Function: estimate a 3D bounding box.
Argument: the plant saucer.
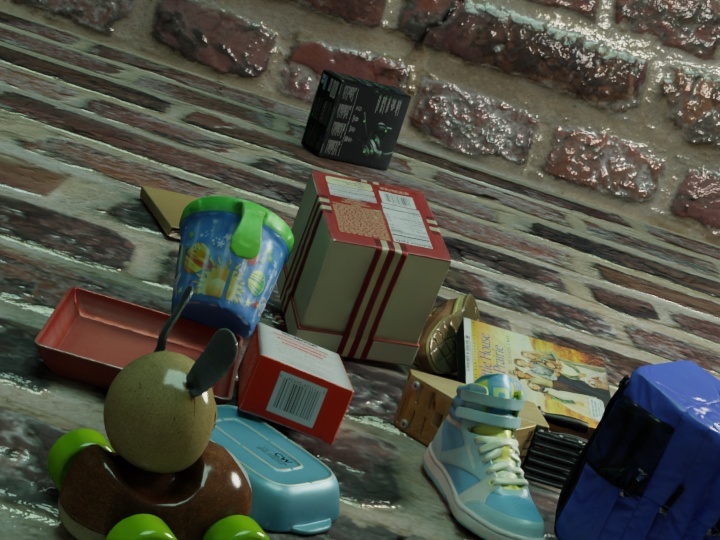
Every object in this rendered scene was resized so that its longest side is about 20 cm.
[{"bbox_3d":[-0.226,0.087,1.384,0.198,0.037,0.200,16,15,-6],"label":"plant saucer"}]

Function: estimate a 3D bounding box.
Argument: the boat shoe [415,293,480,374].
[{"bbox_3d":[0.103,0.089,1.749,0.067,0.073,0.200,-12,13,22],"label":"boat shoe"}]

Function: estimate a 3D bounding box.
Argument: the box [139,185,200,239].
[{"bbox_3d":[-0.233,-0.074,1.995,0.162,0.021,0.200,11,16,-26],"label":"box"}]

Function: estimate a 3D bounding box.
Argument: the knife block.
[{"bbox_3d":[0.161,0.176,1.482,0.199,0.065,0.175,28,16,34],"label":"knife block"}]

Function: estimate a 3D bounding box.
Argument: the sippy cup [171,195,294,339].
[{"bbox_3d":[-0.154,0.006,1.515,0.138,0.131,0.178,2,-32,18],"label":"sippy cup"}]

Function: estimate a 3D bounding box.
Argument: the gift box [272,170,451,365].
[{"bbox_3d":[0.000,0.000,1.671,0.183,0.188,0.201,12,31,-15],"label":"gift box"}]

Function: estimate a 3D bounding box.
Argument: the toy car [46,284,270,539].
[{"bbox_3d":[-0.140,0.120,1.035,0.157,0.202,0.164,8,18,-35],"label":"toy car"}]

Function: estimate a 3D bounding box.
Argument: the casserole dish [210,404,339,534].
[{"bbox_3d":[-0.100,0.174,1.216,0.199,0.039,0.121,30,19,36],"label":"casserole dish"}]

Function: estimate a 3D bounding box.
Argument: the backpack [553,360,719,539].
[{"bbox_3d":[0.282,0.208,1.248,0.162,0.201,0.168,4,29,-50],"label":"backpack"}]

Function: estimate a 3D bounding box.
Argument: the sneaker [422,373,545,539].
[{"bbox_3d":[0.132,0.177,1.304,0.079,0.132,0.200,12,16,-29],"label":"sneaker"}]

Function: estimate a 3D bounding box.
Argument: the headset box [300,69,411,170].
[{"bbox_3d":[-0.003,-0.326,2.904,0.198,0.176,0.093,8,18,-32],"label":"headset box"}]

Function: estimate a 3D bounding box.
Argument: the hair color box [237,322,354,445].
[{"bbox_3d":[-0.069,0.111,1.360,0.101,0.062,0.200,22,5,-7],"label":"hair color box"}]

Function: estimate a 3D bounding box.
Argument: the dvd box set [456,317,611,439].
[{"bbox_3d":[0.216,0.138,1.662,0.198,0.030,0.147,17,35,-8],"label":"dvd box set"}]
